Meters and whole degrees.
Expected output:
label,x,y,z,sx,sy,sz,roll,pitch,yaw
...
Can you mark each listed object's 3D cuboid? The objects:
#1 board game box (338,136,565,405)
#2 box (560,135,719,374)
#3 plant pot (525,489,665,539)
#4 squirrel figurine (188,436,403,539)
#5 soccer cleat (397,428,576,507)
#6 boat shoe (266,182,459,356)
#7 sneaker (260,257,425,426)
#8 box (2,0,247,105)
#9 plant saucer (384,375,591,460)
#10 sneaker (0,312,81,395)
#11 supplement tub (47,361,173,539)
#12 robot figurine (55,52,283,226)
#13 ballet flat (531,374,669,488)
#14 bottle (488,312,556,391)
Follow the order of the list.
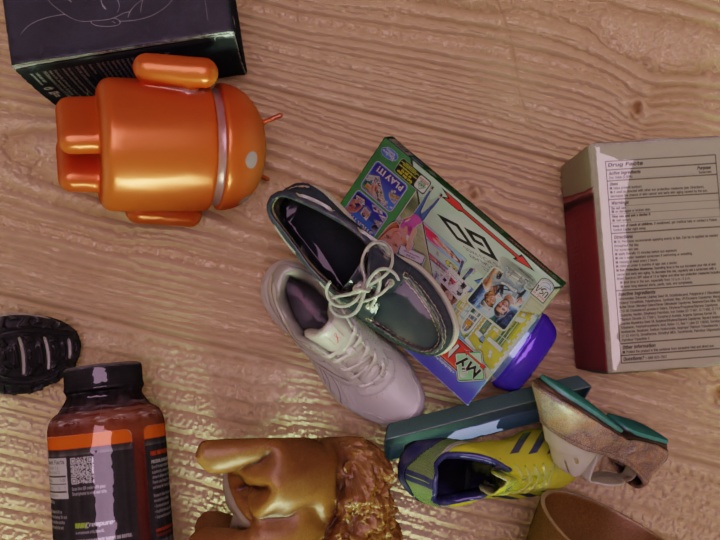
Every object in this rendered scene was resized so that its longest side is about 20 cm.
label,x,y,z,sx,sy,sz,roll,pitch,yaw
board game box,0.061,-0.001,0.788,0.199,0.029,0.136,40,108,11
box,0.264,-0.011,0.831,0.124,0.109,0.206,-3,86,-2
plant pot,0.198,0.332,0.782,0.183,0.186,0.204,24,98,-1
squirrel figurine,-0.052,0.243,0.779,0.195,0.142,0.192,0,78,-10
soccer cleat,0.129,0.182,0.805,0.196,0.083,0.066,2,94,-23
boat shoe,0.000,0.000,0.762,0.200,0.062,0.075,47,110,9
sneaker,-0.019,0.070,0.817,0.199,0.099,0.078,43,86,1
box,-0.216,-0.278,0.820,0.192,0.124,0.205,-9,86,-2
plant saucer,0.114,0.137,0.835,0.195,0.070,0.019,-14,62,-6
sneaker,-0.356,0.074,0.817,0.195,0.079,0.076,-6,103,-20
supplement tub,-0.221,0.186,0.795,0.104,0.107,0.205,-5,83,-3
robot figurine,-0.169,-0.112,0.802,0.195,0.116,0.148,-1,93,-21
ballet flat,0.209,0.155,0.801,0.198,0.068,0.068,27,95,-34
bottle,0.086,0.025,0.842,0.199,0.065,0.084,39,91,1
